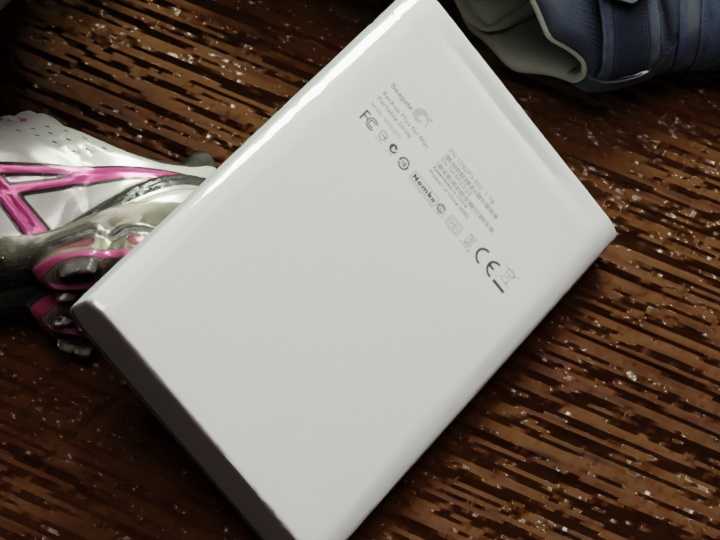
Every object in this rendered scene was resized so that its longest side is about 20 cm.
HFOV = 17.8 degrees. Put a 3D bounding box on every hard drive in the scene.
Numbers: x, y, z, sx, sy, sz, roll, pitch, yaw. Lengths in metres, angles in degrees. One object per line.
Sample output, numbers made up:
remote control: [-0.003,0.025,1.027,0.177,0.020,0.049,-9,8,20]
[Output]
hard drive: [0.000,0.000,0.883,0.132,0.026,0.200,51,60,-11]

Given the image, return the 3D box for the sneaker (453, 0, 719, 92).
sneaker: [0.102,-0.175,0.998,0.146,0.077,0.202,-13,78,-12]

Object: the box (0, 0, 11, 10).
box: [-0.176,-0.191,0.870,0.171,0.199,0.200,47,32,-6]

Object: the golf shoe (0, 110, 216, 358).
golf shoe: [-0.149,-0.021,0.898,0.200,0.073,0.092,10,50,-10]
